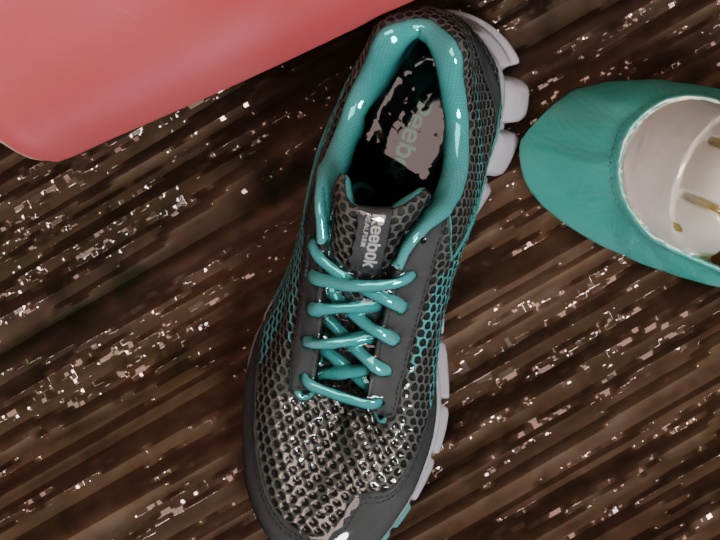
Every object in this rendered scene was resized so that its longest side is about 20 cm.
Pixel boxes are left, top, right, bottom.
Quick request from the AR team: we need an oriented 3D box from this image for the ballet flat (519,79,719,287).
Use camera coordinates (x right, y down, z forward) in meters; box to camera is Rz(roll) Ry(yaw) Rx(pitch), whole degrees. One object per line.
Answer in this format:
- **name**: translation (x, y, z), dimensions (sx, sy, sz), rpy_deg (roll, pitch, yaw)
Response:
- **ballet flat**: translation (0.147, -0.020, 0.854), dimensions (0.199, 0.070, 0.068), rpy_deg (22, 86, 10)

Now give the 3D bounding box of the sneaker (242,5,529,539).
- **sneaker**: translation (0.000, 0.000, 0.860), dimensions (0.077, 0.091, 0.201), rpy_deg (12, 84, 10)

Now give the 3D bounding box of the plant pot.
- **plant pot**: translation (-0.074, -0.143, 0.852), dimensions (0.177, 0.200, 0.201), rpy_deg (-34, 79, 12)
